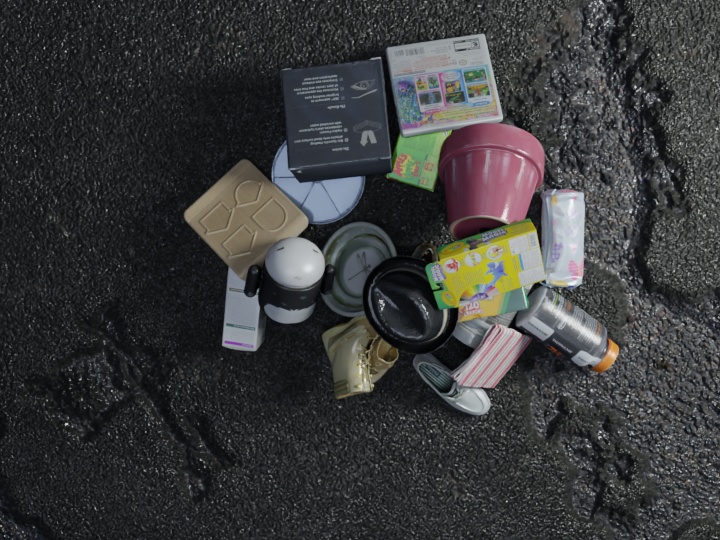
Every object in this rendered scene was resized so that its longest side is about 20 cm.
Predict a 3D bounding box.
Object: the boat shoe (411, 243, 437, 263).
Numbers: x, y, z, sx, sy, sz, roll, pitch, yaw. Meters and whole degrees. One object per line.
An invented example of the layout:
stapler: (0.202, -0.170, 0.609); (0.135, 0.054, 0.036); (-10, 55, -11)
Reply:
boat shoe: (0.110, 0.040, 1.325); (0.074, 0.068, 0.201); (15, 92, 2)

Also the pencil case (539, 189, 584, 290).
pencil case: (0.404, -0.065, 1.282); (0.090, 0.083, 0.201); (-3, 101, -15)

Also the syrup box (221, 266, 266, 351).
syrup box: (-0.246, 0.067, 1.380); (0.081, 0.079, 0.201); (9, 102, 5)

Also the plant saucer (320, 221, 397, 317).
plant saucer: (0.000, 0.000, 1.331); (0.199, 0.050, 0.201); (-8, 76, 32)

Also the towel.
towel: (0.273, 0.177, 1.306); (0.030, 0.200, 0.147); (44, 104, 33)

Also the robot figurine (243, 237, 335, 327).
robot figurine: (-0.142, 0.025, 1.286); (0.125, 0.150, 0.200); (35, 135, 18)

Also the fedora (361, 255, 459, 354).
fedora: (0.084, 0.069, 1.199); (0.200, 0.092, 0.202); (2, 95, 18)

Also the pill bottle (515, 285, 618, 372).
pill bottle: (0.429, 0.127, 1.306); (0.200, 0.106, 0.106); (35, 103, -1)

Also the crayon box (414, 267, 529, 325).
crayon box: (0.215, 0.033, 1.232); (0.199, 0.058, 0.119); (-14, 90, 19)

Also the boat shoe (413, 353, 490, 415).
boat shoe: (0.195, 0.257, 1.377); (0.200, 0.067, 0.074); (33, 103, -1)

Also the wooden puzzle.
wooden puzzle: (-0.237, -0.104, 1.324); (0.185, 0.046, 0.200); (-44, 81, -7)

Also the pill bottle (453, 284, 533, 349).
pill bottle: (0.271, 0.060, 1.306); (0.113, 0.114, 0.200); (28, 102, 0)

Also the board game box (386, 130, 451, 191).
board game box: (0.130, -0.272, 1.289); (0.101, 0.048, 0.201); (17, 102, 3)

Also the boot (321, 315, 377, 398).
boot: (0.009, 0.175, 1.324); (0.200, 0.073, 0.156); (-26, 64, 30)

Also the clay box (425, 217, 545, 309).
clay box: (0.220, -0.008, 1.132); (0.199, 0.048, 0.115); (-17, 125, 8)

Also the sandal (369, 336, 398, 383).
sandal: (0.051, 0.172, 1.374); (0.078, 0.070, 0.212); (37, 103, -2)

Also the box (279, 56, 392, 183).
box: (-0.044, -0.289, 1.241); (0.196, 0.117, 0.201); (-6, 84, 4)

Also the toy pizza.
toy pizza: (-0.088, -0.198, 1.336); (0.199, 0.032, 0.201); (1, 100, 7)

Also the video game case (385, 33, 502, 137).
video game case: (0.161, -0.361, 1.235); (0.199, 0.024, 0.183); (-9, 80, -3)

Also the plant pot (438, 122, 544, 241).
plant pot: (0.239, -0.147, 1.194); (0.199, 0.200, 0.180); (10, 65, 4)
